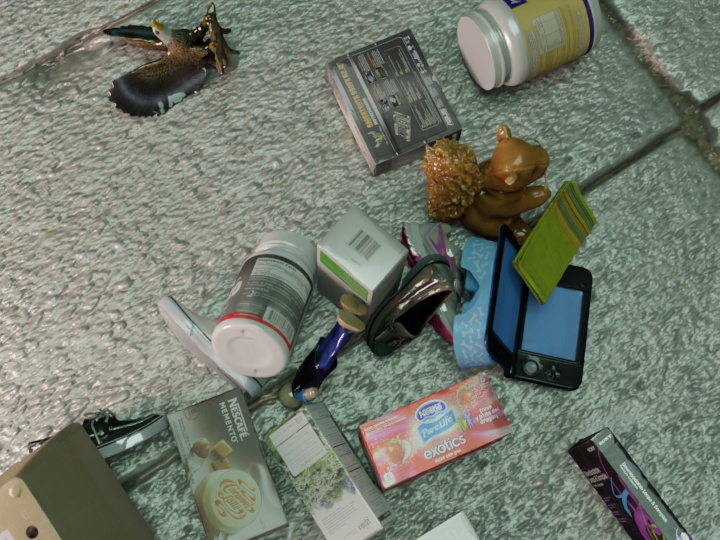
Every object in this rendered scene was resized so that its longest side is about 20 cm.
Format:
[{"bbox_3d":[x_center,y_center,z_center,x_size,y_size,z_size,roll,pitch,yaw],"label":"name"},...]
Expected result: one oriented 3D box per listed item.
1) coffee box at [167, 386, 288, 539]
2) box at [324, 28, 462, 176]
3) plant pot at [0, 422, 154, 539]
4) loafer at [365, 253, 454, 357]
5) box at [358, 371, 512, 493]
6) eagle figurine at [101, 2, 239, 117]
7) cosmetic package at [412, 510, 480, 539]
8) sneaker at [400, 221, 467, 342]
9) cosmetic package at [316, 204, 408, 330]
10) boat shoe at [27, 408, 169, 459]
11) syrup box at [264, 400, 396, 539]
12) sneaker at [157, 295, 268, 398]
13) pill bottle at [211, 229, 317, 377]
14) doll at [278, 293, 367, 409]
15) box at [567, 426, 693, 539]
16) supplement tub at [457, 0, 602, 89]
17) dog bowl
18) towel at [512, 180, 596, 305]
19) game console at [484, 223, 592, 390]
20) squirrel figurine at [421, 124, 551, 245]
[{"bbox_3d":[-0.186,0.283,1.354,0.113,0.080,0.202,-19,75,-8],"label":"coffee box"},{"bbox_3d":[0.052,-0.273,1.555,0.157,0.048,0.202,-24,75,-9],"label":"box"},{"bbox_3d":[-0.420,0.342,1.239,0.199,0.177,0.201,-36,86,1],"label":"plant pot"},{"bbox_3d":[0.069,0.064,1.379,0.071,0.201,0.063,6,43,-33],"label":"loafer"},{"bbox_3d":[0.104,0.233,1.373,0.198,0.103,0.095,-22,74,-8],"label":"box"},{"bbox_3d":[-0.305,-0.350,1.538,0.198,0.152,0.152,-19,27,21],"label":"eagle figurine"},{"bbox_3d":[0.158,0.445,1.336,0.082,0.051,0.201,-28,76,-9],"label":"cosmetic package"},{"bbox_3d":[0.128,0.009,1.454,0.087,0.081,0.202,-16,75,-6],"label":"sneaker"},{"bbox_3d":[0.000,0.000,1.388,0.107,0.200,0.085,39,73,11],"label":"cosmetic package"},{"bbox_3d":[-0.373,0.233,1.364,0.197,0.074,0.069,-20,89,1],"label":"boat shoe"},{"bbox_3d":[-0.042,0.291,1.348,0.078,0.081,0.201,-37,78,12],"label":"syrup box"},{"bbox_3d":[-0.212,0.101,1.421,0.200,0.073,0.071,42,66,1],"label":"sneaker"},{"bbox_3d":[-0.131,0.044,1.384,0.113,0.115,0.201,16,46,2],"label":"pill bottle"},{"bbox_3d":[-0.057,0.126,1.373,0.048,0.201,0.137,29,29,-10],"label":"doll"},{"bbox_3d":[0.375,0.317,1.338,0.036,0.143,0.201,-32,76,-11],"label":"box"},{"bbox_3d":[0.272,-0.387,1.550,0.198,0.146,0.147,-25,75,-10],"label":"supplement tub"},{"bbox_3d":[0.182,0.048,1.422,0.049,0.111,0.202,1,71,24],"label":"dog bowl"},{"bbox_3d":[0.296,-0.045,1.445,0.086,0.018,0.200,51,54,-17],"label":"towel"},{"bbox_3d":[0.266,0.055,1.419,0.169,0.119,0.202,12,68,0],"label":"game console"},{"bbox_3d":[0.191,-0.134,1.443,0.197,0.187,0.143,2,72,-4],"label":"squirrel figurine"}]
